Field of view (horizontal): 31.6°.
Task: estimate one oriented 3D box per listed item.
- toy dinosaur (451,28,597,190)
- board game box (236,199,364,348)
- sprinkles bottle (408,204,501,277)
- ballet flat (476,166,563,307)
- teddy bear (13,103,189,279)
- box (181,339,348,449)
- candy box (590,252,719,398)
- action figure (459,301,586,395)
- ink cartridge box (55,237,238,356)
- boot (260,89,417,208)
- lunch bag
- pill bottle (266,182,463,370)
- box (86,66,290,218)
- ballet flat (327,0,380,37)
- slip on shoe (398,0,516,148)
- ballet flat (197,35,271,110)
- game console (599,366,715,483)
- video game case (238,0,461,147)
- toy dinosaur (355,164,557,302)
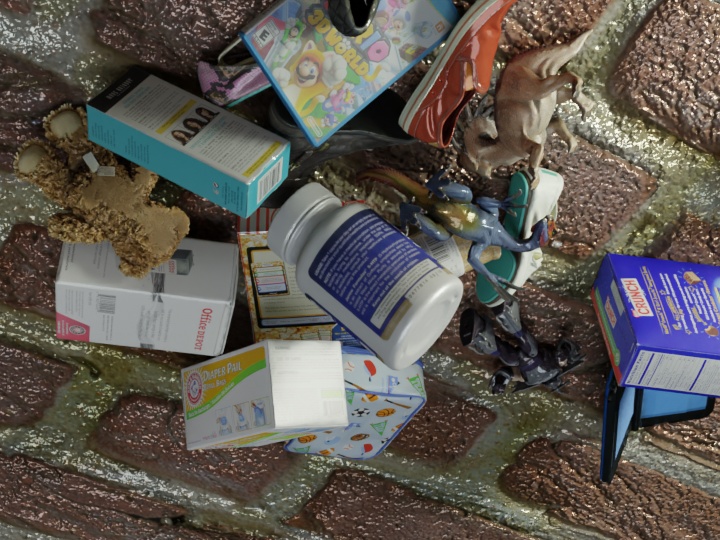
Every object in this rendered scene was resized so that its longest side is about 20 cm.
[{"bbox_3d":[0.166,-0.174,1.346,0.135,0.085,0.202,31,112,26],"label":"toy dinosaur"},{"bbox_3d":[-0.062,0.012,1.517,0.149,0.047,0.202,-3,132,0],"label":"board game box"},{"bbox_3d":[0.061,-0.004,1.456,0.198,0.068,0.069,-25,132,-6],"label":"sprinkles bottle"},{"bbox_3d":[0.191,-0.035,1.484,0.068,0.070,0.202,7,131,-9],"label":"ballet flat"},{"bbox_3d":[-0.279,-0.084,1.375,0.198,0.147,0.067,26,162,-20],"label":"teddy bear"},{"bbox_3d":[-0.120,0.152,1.534,0.111,0.103,0.199,3,165,-38],"label":"box"},{"bbox_3d":[0.389,0.067,1.509,0.197,0.170,0.078,8,128,-9],"label":"candy box"},{"bbox_3d":[0.203,0.106,1.604,0.129,0.070,0.200,-34,129,19],"label":"action figure"},{"bbox_3d":[-0.246,0.025,1.470,0.197,0.086,0.146,9,150,-9],"label":"ink cartridge box"},{"bbox_3d":[-0.052,-0.127,1.384,0.197,0.070,0.174,1,149,-28],"label":"boot"},{"bbox_3d":[-0.008,0.173,1.626,0.158,0.076,0.200,7,146,-24],"label":"lunch bag"},{"bbox_3d":[0.000,0.000,1.355,0.199,0.119,0.121,39,132,18],"label":"pill bottle"},{"bbox_3d":[-0.176,-0.132,1.295,0.198,0.082,0.050,27,138,16],"label":"box"},{"bbox_3d":[0.020,-0.314,1.180,0.066,0.057,0.203,8,104,-27],"label":"ballet flat"},{"bbox_3d":[0.112,-0.210,1.293,0.061,0.074,0.201,38,118,10],"label":"slip on shoe"},{"bbox_3d":[-0.078,-0.225,1.297,0.197,0.069,0.072,-18,111,14],"label":"ballet flat"},{"bbox_3d":[0.388,0.167,1.641,0.117,0.171,0.202,13,136,21],"label":"game console"},{"bbox_3d":[-0.006,-0.237,1.245,0.199,0.018,0.144,-40,124,-8],"label":"video game case"},{"bbox_3d":[0.126,-0.066,1.389,0.180,0.200,0.106,14,116,-51],"label":"toy dinosaur"}]
